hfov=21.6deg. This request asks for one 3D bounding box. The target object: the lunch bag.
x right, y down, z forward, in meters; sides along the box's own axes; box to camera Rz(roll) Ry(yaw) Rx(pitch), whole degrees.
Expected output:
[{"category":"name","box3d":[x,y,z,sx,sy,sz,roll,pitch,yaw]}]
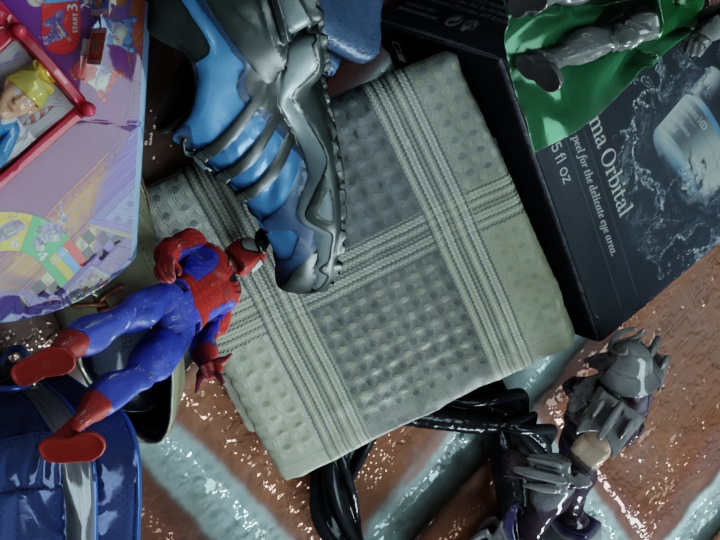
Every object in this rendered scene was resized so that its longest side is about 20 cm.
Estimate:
[{"category":"lunch bag","box3d":[-0.179,0.135,0.921,0.132,0.136,0.200,-5,108,-36]}]

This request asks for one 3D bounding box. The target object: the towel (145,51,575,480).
[{"category":"towel","box3d":[0.000,0.000,1.027,0.192,0.035,0.200,-25,116,-1]}]

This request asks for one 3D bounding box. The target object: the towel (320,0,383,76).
[{"category":"towel","box3d":[-0.069,-0.181,0.926,0.200,0.048,0.112,30,55,-40]}]

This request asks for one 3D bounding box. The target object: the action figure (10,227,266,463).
[{"category":"action figure","box3d":[-0.092,0.025,0.901,0.066,0.052,0.200,68,26,-14]}]

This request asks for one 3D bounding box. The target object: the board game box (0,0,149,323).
[{"category":"board game box","box3d":[-0.174,-0.073,0.865,0.158,0.039,0.201,3,94,-17]}]

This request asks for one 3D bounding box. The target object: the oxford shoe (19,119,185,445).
[{"category":"oxford shoe","box3d":[-0.129,-0.003,0.938,0.071,0.074,0.200,-24,121,-3]}]

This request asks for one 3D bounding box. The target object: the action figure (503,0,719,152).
[{"category":"action figure","box3d":[0.158,-0.147,0.976,0.200,0.055,0.118,-24,114,-32]}]

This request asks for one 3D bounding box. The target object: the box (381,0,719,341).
[{"category":"box","box3d":[0.142,-0.103,1.084,0.200,0.117,0.197,-38,125,-21]}]

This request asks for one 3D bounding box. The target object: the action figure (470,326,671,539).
[{"category":"action figure","box3d":[0.121,0.109,1.084,0.130,0.069,0.200,-32,150,-48]}]

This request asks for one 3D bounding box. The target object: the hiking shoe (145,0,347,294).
[{"category":"hiking shoe","box3d":[-0.055,-0.071,0.917,0.086,0.074,0.200,-8,127,-2]}]

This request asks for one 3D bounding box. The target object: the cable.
[{"category":"cable","box3d":[0.048,0.132,1.143,0.163,0.051,0.200,-52,128,-10]}]
